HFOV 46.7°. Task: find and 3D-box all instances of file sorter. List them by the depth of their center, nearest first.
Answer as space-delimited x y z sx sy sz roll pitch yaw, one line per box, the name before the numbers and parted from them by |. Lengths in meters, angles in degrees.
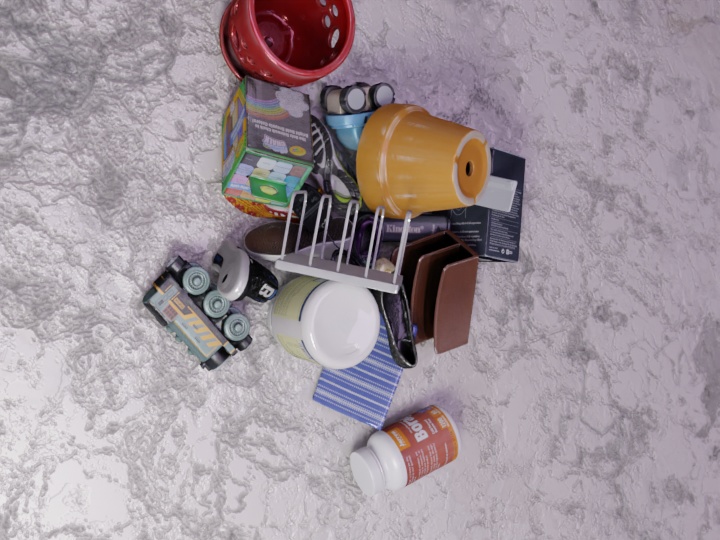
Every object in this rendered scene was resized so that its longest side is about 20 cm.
file sorter | -0.021 -0.051 1.347 0.195 0.139 0.128 11 96 5

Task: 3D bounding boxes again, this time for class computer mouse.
computer mouse | -0.054 -0.066 1.434 0.058 0.034 0.202 -35 92 9

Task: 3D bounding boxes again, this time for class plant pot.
plant pot | -0.131 -0.406 1.406 0.196 0.181 0.206 1 89 -28
plant pot | 0.121 -0.185 1.458 0.198 0.180 0.206 -16 111 -48

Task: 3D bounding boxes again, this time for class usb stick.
usb stick | 0.072 -0.081 1.563 0.194 0.033 0.057 1 89 -6

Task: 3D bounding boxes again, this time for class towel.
towel | 0.009 0.170 1.529 0.142 0.024 0.204 20 79 9

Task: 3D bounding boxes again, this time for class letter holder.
letter holder | 0.126 0.050 1.541 0.140 0.101 0.204 -18 129 -26

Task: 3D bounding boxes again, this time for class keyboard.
keyboard | 0.194 -0.156 1.544 0.011 0.197 0.058 2 103 -56

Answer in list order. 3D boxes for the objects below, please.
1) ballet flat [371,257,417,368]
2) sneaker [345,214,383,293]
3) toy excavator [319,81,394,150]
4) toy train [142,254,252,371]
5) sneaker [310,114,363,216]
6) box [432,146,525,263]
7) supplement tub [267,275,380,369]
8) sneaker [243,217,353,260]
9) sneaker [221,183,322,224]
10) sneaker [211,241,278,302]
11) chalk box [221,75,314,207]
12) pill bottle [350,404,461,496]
ballet flat | 0.067 0.075 1.477 0.065 0.057 0.205 -20 100 -24
sneaker | 0.000 0.000 1.496 0.072 0.088 0.206 6 91 0
toy excavator | 0.025 -0.246 1.552 0.191 0.099 0.205 -13 108 -31
toy train | -0.269 0.073 1.390 0.114 0.085 0.201 -42 110 -9
sneaker | -0.057 -0.189 1.513 0.073 0.081 0.203 -28 87 12
box | 0.224 -0.121 1.607 0.105 0.147 0.206 7 86 -42
supplement tub | -0.069 0.084 1.424 0.142 0.199 0.149 -1 92 -28
sneaker | -0.108 -0.040 1.483 0.195 0.085 0.074 -4 63 -7
sneaker | -0.155 -0.134 1.466 0.197 0.072 0.079 13 69 -35
sneaker | -0.176 0.017 1.370 0.111 0.200 0.074 35 96 -23
chalk box | -0.155 -0.191 1.373 0.122 0.124 0.204 12 56 -25
pill bottle | 0.083 0.338 1.556 0.197 0.111 0.115 -21 99 -27
